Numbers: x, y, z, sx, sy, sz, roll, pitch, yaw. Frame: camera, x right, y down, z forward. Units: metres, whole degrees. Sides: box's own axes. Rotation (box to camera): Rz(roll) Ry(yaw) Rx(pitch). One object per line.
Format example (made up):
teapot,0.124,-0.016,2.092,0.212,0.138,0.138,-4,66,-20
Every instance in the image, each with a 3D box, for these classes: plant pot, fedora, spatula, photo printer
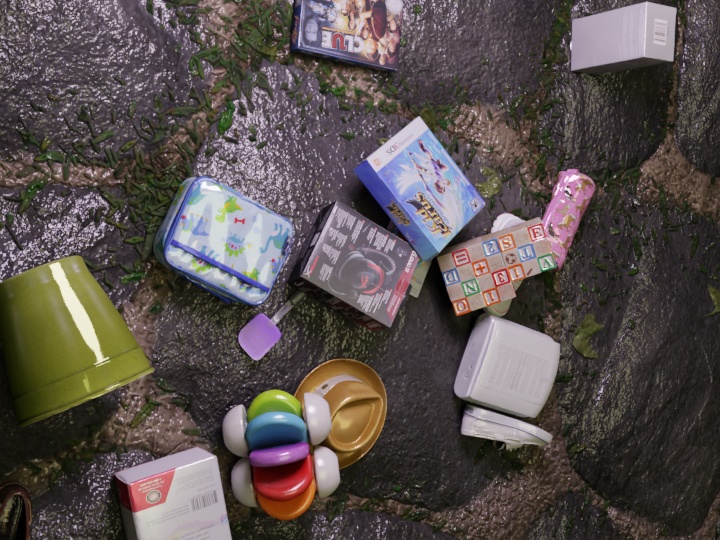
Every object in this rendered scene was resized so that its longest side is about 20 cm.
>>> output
plant pot,-0.417,0.089,1.349,0.199,0.200,0.194,-22,91,-28
fedora,-0.023,0.249,1.638,0.199,0.082,0.203,-1,93,-32
spatula,-0.123,0.062,1.605,0.057,0.021,0.200,47,64,-7
photo printer,0.286,0.185,1.825,0.199,0.069,0.168,19,89,-30

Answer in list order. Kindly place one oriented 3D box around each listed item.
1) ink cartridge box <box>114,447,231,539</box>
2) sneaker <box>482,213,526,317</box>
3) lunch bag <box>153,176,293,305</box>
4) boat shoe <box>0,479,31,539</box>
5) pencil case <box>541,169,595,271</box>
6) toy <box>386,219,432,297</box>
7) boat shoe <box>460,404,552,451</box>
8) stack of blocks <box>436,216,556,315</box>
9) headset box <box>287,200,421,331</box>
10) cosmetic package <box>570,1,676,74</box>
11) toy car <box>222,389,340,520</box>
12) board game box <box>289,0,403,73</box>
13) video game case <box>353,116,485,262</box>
ink cartridge box,-0.284,0.393,1.485,0.147,0.085,0.202,-12,100,-31
sneaker,0.278,-0.009,1.806,0.081,0.088,0.202,15,85,-30
lunch bag,-0.214,-0.042,1.516,0.199,0.082,0.162,30,79,-27
boat shoe,-0.506,0.401,1.362,0.070,0.070,0.202,6,90,-32
pencil case,0.387,-0.097,1.875,0.082,0.087,0.201,26,76,3
toy,0.105,-0.065,1.725,0.115,0.047,0.201,27,77,-27
boat shoe,0.276,0.311,1.829,0.199,0.072,0.066,21,85,-29
stack of blocks,0.249,-0.007,1.743,0.198,0.059,0.116,-19,101,9
headset box,0.000,0.000,1.620,0.199,0.075,0.150,29,71,-17
cosmetic package,0.503,-0.445,1.864,0.090,0.200,0.108,0,94,-29
toy car,-0.126,0.293,1.515,0.173,0.150,0.202,-8,97,0
board game box,-0.021,-0.423,1.643,0.199,0.035,0.137,5,90,-31
video game case,0.106,-0.143,1.663,0.200,0.045,0.181,51,47,-5
